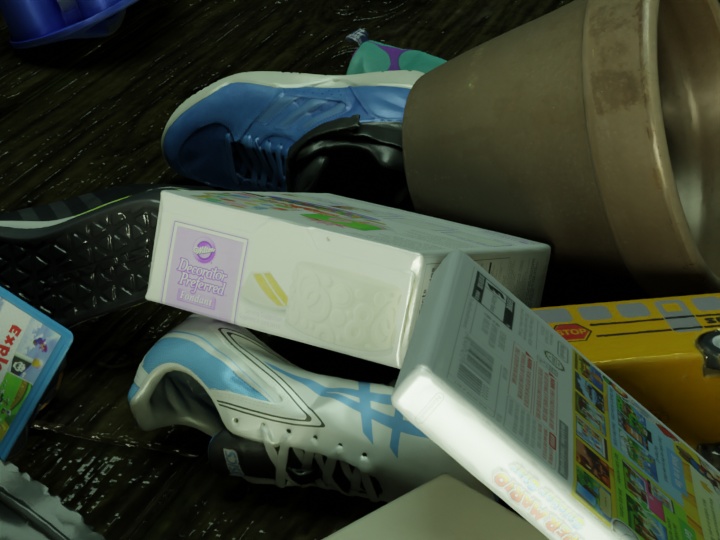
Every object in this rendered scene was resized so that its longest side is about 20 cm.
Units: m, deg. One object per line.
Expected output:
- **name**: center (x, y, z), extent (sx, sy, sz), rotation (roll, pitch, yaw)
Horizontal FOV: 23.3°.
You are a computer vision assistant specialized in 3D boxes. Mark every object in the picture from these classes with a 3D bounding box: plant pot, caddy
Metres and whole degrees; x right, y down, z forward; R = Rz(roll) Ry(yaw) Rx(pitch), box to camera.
- **plant pot**: center (0.122, -0.074, 1.026), extent (0.173, 0.202, 0.200), rotation (-8, 21, 25)
- **caddy**: center (-0.225, -0.246, 1.446), extent (0.140, 0.106, 0.200), rotation (-19, 21, 18)

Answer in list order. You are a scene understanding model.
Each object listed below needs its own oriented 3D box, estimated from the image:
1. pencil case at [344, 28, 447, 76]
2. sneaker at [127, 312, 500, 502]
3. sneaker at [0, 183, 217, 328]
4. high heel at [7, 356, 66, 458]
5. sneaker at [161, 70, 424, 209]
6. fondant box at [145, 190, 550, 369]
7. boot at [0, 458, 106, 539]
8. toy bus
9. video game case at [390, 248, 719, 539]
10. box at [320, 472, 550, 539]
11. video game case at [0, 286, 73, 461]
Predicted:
- **pencil case**: center (0.082, -0.105, 1.176), extent (0.198, 0.086, 0.093), rotation (11, 36, 20)
- **sneaker**: center (-0.024, 0.081, 0.831), extent (0.199, 0.072, 0.073), rotation (19, 57, 29)
- **sneaker**: center (-0.154, -0.006, 0.968), extent (0.198, 0.072, 0.083), rotation (-8, 13, 20)
- **high heel**: center (-0.250, 0.061, 0.874), extent (0.198, 0.072, 0.143), rotation (-2, 16, 0)
- **sneaker**: center (-0.046, -0.070, 1.111), extent (0.198, 0.077, 0.112), rotation (-2, 35, 16)
- **fondant box**: center (0.000, 0.000, 0.913), extent (0.143, 0.059, 0.200), rotation (14, 6, 23)
- **boot**: center (-0.195, 0.137, 0.686), extent (0.198, 0.074, 0.163), rotation (38, 56, 8)
- **toy bus**: center (0.136, 0.056, 0.870), extent (0.198, 0.066, 0.078), rotation (-5, 26, -9)
- **video game case**: center (0.095, 0.076, 0.716), extent (0.182, 0.023, 0.200), rotation (40, 14, -3)
- **box**: center (-0.013, 0.161, 0.626), extent (0.199, 0.096, 0.077), rotation (-24, 36, -38)
- **video game case**: center (-0.242, 0.035, 0.761), extent (0.199, 0.018, 0.144), rotation (34, 63, -13)
